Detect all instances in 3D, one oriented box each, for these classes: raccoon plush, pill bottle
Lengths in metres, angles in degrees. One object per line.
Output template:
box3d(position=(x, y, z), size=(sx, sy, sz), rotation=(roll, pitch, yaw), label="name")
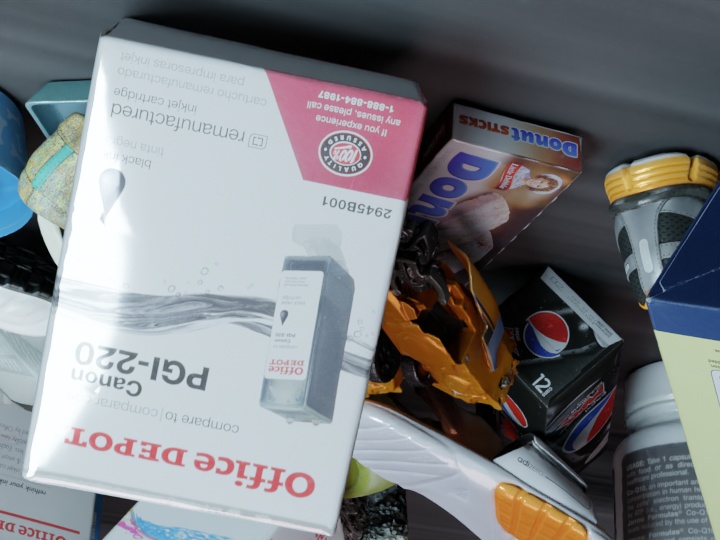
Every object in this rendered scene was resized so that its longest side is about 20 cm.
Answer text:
box3d(position=(-0.034, 0.155, 1.156), size=(0.133, 0.097, 0.200), rotation=(-3, -174, 0), label="raccoon plush")
box3d(position=(0.223, 0.166, 1.080), size=(0.113, 0.201, 0.113), rotation=(2, 156, 1), label="pill bottle")

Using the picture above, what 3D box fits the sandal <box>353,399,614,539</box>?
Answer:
box3d(position=(0.080, 0.117, 0.977), size=(0.206, 0.059, 0.079), rotation=(34, 147, -14), label="sandal")

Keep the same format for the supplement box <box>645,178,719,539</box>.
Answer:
box3d(position=(0.268, 0.057, 0.772), size=(0.199, 0.134, 0.200), rotation=(8, 135, 37), label="supplement box")

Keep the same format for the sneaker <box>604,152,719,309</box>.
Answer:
box3d(position=(0.197, 0.007, 0.888), size=(0.078, 0.078, 0.200), rotation=(-21, 148, 38), label="sneaker")

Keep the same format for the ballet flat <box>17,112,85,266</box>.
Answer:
box3d(position=(-0.120, -0.009, 0.845), size=(0.070, 0.071, 0.200), rotation=(-4, 152, 14), label="ballet flat")

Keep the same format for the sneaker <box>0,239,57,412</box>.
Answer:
box3d(position=(-0.148, 0.050, 0.905), size=(0.199, 0.080, 0.074), rotation=(22, -163, -5), label="sneaker")

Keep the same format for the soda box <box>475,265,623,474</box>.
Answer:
box3d(position=(0.116, 0.078, 1.033), size=(0.063, 0.071, 0.200), rotation=(-39, 158, -12), label="soda box")

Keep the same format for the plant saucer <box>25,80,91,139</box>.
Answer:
box3d(position=(-0.113, -0.046, 0.871), size=(0.070, 0.019, 0.200), rotation=(-1, 154, 8), label="plant saucer")

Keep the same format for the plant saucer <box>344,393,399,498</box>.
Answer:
box3d(position=(-0.058, 0.090, 1.049), size=(0.199, 0.031, 0.200), rotation=(23, 152, 13), label="plant saucer")

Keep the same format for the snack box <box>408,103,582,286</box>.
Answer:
box3d(position=(0.044, -0.028, 0.886), size=(0.072, 0.024, 0.200), rotation=(14, 153, -15), label="snack box")

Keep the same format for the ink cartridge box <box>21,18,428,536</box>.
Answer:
box3d(position=(-0.061, 0.003, 0.731), size=(0.145, 0.201, 0.085), rotation=(11, -167, -4), label="ink cartridge box")

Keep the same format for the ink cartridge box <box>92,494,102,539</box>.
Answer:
box3d(position=(-0.298, 0.138, 1.131), size=(0.200, 0.148, 0.144), rotation=(22, 149, -37), label="ink cartridge box")

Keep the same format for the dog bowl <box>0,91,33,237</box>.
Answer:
box3d(position=(-0.255, -0.052, 0.835), size=(0.199, 0.050, 0.111), rotation=(-10, 152, 27), label="dog bowl")

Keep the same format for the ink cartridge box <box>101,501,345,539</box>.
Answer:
box3d(position=(-0.104, 0.200, 1.011), size=(0.086, 0.200, 0.148), rotation=(35, 157, 23), label="ink cartridge box")

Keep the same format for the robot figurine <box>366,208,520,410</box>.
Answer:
box3d(position=(0.000, 0.000, 0.861), size=(0.145, 0.058, 0.200), rotation=(2, 143, 35), label="robot figurine")

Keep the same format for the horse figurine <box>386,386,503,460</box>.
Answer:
box3d(position=(0.063, 0.118, 1.067), size=(0.050, 0.132, 0.200), rotation=(-39, 133, -12), label="horse figurine")

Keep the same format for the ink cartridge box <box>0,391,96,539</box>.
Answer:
box3d(position=(-0.230, 0.127, 1.037), size=(0.115, 0.201, 0.068), rotation=(24, 148, -39), label="ink cartridge box")
